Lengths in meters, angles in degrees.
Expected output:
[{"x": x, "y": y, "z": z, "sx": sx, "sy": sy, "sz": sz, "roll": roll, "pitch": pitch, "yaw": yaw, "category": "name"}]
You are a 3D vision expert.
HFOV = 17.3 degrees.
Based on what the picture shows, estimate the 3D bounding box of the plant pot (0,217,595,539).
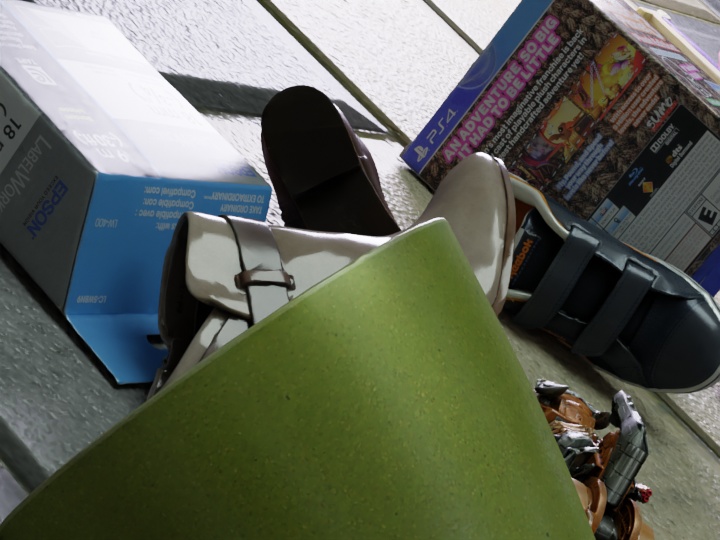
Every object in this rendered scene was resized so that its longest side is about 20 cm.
[{"x": 0.009, "y": 0.118, "z": 0.802, "sx": 0.200, "sy": 0.187, "sz": 0.187, "roll": 55, "pitch": 20, "yaw": 5, "category": "plant pot"}]

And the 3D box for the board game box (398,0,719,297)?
[{"x": 0.157, "y": -0.068, "z": 1.506, "sx": 0.200, "sy": 0.160, "sz": 0.097, "roll": 45, "pitch": 18, "yaw": 18, "category": "board game box"}]

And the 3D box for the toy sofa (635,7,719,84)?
[{"x": 0.302, "y": -0.136, "z": 2.068, "sx": 0.200, "sy": 0.083, "sz": 0.097, "roll": 46, "pitch": 21, "yaw": 23, "category": "toy sofa"}]

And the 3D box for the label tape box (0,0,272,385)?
[{"x": -0.113, "y": -0.040, "z": 1.080, "sx": 0.200, "sy": 0.063, "sz": 0.144, "roll": 46, "pitch": 20, "yaw": 22, "category": "label tape box"}]

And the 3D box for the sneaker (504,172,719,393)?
[{"x": 0.126, "y": 0.008, "z": 1.402, "sx": 0.200, "sy": 0.079, "sz": 0.079, "roll": 33, "pitch": 11, "yaw": 20, "category": "sneaker"}]

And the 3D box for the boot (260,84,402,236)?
[{"x": 0.000, "y": 0.000, "z": 1.210, "sx": 0.200, "sy": 0.064, "sz": 0.187, "roll": 72, "pitch": 3, "yaw": -86, "category": "boot"}]

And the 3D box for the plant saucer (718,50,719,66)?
[{"x": 0.438, "y": -0.153, "z": 2.419, "sx": 0.200, "sy": 0.051, "sz": 0.201, "roll": 34, "pitch": 19, "yaw": -14, "category": "plant saucer"}]

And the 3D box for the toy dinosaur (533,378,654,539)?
[{"x": 0.069, "y": 0.117, "z": 0.938, "sx": 0.102, "sy": 0.136, "sz": 0.200, "roll": 39, "pitch": 18, "yaw": 1, "category": "toy dinosaur"}]

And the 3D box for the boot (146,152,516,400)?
[{"x": -0.014, "y": 0.007, "z": 1.039, "sx": 0.146, "sy": 0.070, "sz": 0.201, "roll": 21, "pitch": 52, "yaw": -15, "category": "boot"}]
